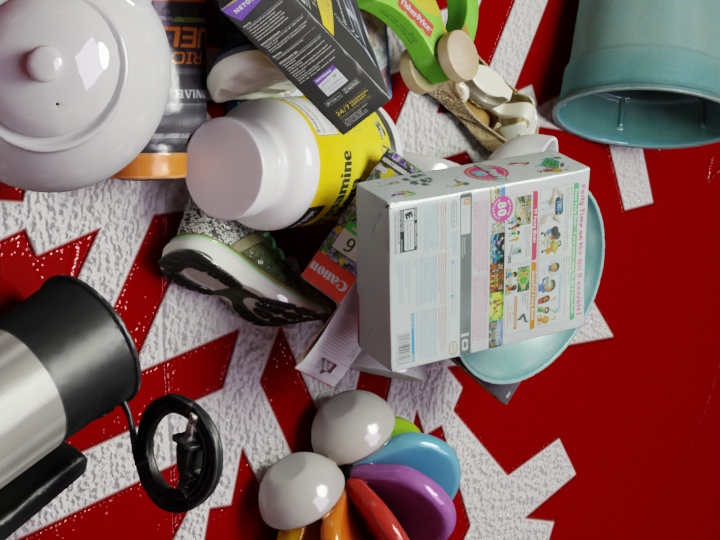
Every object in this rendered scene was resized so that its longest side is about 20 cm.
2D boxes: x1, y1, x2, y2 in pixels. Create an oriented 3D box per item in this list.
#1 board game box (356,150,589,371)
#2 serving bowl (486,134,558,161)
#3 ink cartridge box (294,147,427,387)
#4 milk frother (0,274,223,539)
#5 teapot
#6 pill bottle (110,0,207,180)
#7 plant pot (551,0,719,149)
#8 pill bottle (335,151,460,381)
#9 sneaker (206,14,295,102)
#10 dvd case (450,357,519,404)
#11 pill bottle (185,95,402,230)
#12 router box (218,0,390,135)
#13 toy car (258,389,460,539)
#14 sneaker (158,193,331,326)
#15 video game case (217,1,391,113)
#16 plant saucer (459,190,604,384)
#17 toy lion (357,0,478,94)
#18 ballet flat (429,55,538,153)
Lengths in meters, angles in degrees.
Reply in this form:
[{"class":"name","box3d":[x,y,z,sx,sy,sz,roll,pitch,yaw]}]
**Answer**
[{"class":"board game box","box3d":[0.096,-0.011,1.588,0.198,0.064,0.149,-10,113,-26]},{"class":"serving bowl","box3d":[0.134,-0.044,1.839,0.200,0.065,0.202,18,90,-77]},{"class":"ink cartridge box","box3d":[0.000,0.000,1.636,0.201,0.050,0.109,-55,158,0]},{"class":"milk frother","box3d":[-0.234,0.129,1.411,0.188,0.199,0.182,-37,122,-37]},{"class":"teapot","box3d":[-0.234,-0.146,1.381,0.195,0.146,0.202,-3,96,-6]},{"class":"pill bottle","box3d":[-0.176,-0.174,1.512,0.106,0.106,0.202,-6,98,-45]},{"class":"plant pot","box3d":[0.307,-0.251,1.958,0.199,0.199,0.198,19,72,-45]},{"class":"pill bottle","box3d":[0.038,-0.003,1.744,0.111,0.110,0.202,18,80,-45]},{"class":"sneaker","box3d":[-0.093,-0.190,1.558,0.200,0.074,0.085,-28,101,-82]},{"class":"dvd case","box3d":[0.123,0.020,1.730,0.149,0.016,0.200,-57,136,-7]},{"class":"pill bottle","box3d":[-0.058,-0.093,1.613,0.199,0.112,0.114,-11,101,-56]},{"class":"router box","box3d":[-0.057,-0.224,1.507,0.157,0.052,0.201,44,18,-34]},{"class":"toy car","box3d":[0.016,0.220,1.711,0.200,0.149,0.176,-48,125,-32]},{"class":"sneaker","box3d":[-0.090,-0.012,1.645,0.200,0.076,0.089,32,59,-46]},{"class":"video game case","box3d":[-0.049,-0.216,1.704,0.199,0.018,0.145,-14,104,-44]},{"class":"plant saucer","box3d":[0.143,0.003,1.704,0.199,0.036,0.202,-19,120,-37]},{"class":"toy lion","box3d":[0.045,-0.295,1.745,0.200,0.068,0.193,42,51,-34]},{"class":"ballet flat","box3d":[0.133,-0.164,1.863,0.199,0.065,0.071,29,73,-44]}]
